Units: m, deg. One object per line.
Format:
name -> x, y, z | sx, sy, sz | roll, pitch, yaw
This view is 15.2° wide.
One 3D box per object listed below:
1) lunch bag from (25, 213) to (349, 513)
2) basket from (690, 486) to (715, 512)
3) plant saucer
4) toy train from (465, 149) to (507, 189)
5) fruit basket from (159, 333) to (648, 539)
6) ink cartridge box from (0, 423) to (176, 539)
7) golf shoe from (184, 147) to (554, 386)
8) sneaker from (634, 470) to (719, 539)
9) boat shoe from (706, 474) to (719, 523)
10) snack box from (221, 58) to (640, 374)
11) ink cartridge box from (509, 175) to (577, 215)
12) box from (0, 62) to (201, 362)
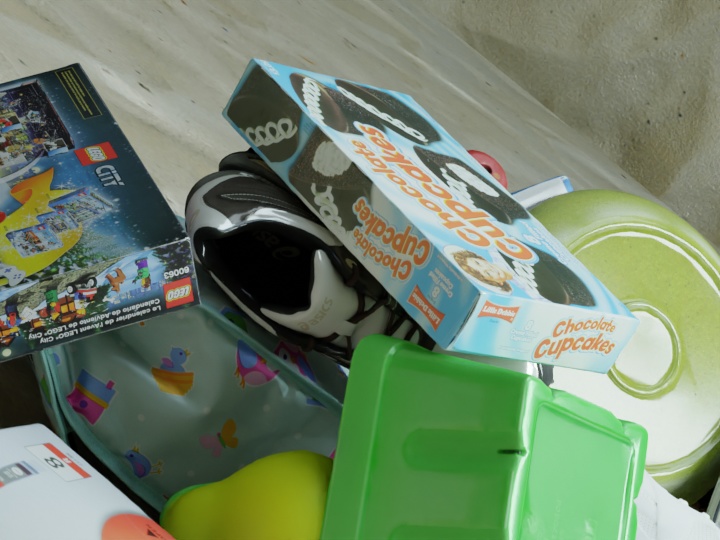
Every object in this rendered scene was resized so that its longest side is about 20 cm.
lunch bag -> -0.106, 0.037, 1.362 | 0.200, 0.122, 0.170 | 36, 11, -29
basket -> 0.263, 0.208, 1.670 | 0.200, 0.143, 0.149 | 41, 16, 21
plant saucer -> 0.157, 0.047, 1.576 | 0.200, 0.200, 0.031 | 31, -24, -20
toy train -> 0.000, 0.000, 1.397 | 0.116, 0.085, 0.200 | 29, 41, -14
fruit basket -> 0.013, 0.138, 1.241 | 0.156, 0.216, 0.216 | 25, 16, -42
ink cartridge box -> -0.129, 0.130, 1.108 | 0.162, 0.050, 0.200 | 39, 9, 15
golf shoe -> -0.001, 0.023, 1.297 | 0.200, 0.078, 0.094 | 29, 19, -2
sneaker -> 0.160, 0.144, 1.444 | 0.116, 0.074, 0.200 | 9, 33, -31
boat shoe -> 0.229, 0.153, 1.542 | 0.062, 0.075, 0.200 | 14, 50, 17
snack box -> 0.032, -0.027, 1.295 | 0.116, 0.037, 0.200 | 9, 29, -46
ink cartridge box -> 0.085, 0.032, 1.679 | 0.145, 0.084, 0.200 | 67, -19, -2
box -> -0.170, -0.027, 1.277 | 0.137, 0.038, 0.200 | -15, 32, -13
